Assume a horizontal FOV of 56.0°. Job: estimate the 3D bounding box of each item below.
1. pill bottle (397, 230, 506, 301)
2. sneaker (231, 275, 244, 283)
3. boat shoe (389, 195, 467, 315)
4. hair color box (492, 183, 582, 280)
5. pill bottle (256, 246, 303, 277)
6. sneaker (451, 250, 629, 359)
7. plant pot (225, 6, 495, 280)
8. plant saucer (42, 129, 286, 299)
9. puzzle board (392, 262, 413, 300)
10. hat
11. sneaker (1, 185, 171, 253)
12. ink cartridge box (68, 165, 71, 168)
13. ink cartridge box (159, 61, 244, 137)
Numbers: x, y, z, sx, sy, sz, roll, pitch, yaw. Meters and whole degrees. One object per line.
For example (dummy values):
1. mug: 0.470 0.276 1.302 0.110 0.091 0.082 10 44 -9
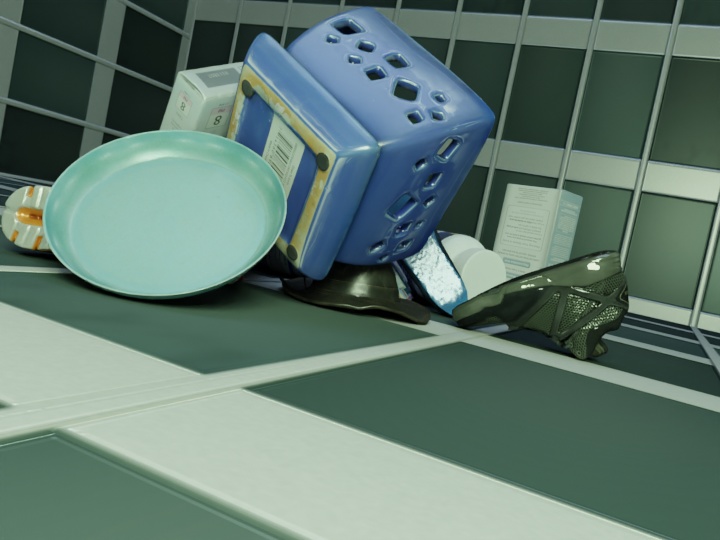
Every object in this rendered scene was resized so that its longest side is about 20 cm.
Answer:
1. pill bottle: 0.127 -0.003 1.034 0.110 0.112 0.199 10 4 -29
2. sneaker: -0.198 -0.024 0.752 0.198 0.114 0.071 -19 11 -7
3. boat shoe: 0.075 -0.023 0.928 0.083 0.202 0.069 -22 -10 -2
4. hair color box: 0.252 -0.021 1.008 0.060 0.203 0.099 10 4 -41
5. pill bottle: -0.105 -0.051 1.004 0.198 0.114 0.112 12 3 17
6. sneaker: 0.205 0.057 0.768 0.197 0.116 0.076 -16 -1 18
7. plant pot: -0.021 -0.121 0.678 0.179 0.201 0.200 -23 61 -40
8. plant saucer: -0.163 -0.049 0.579 0.197 0.028 0.202 5 48 -5
9. puzzle board: 0.019 -0.043 0.966 0.017 0.201 0.151 -32 -3 8
10. hat: 0.000 0.000 0.798 0.198 0.082 0.201 13 3 -1
11. sneaker: -0.230 -0.035 0.645 0.198 0.079 0.077 15 -8 4
12. ink cartridge box: -0.271 -0.137 0.915 0.199 0.069 0.114 -23 13 -41
13. ink cartridge box: -0.152 -0.140 0.752 0.057 0.201 0.162 45 42 15
